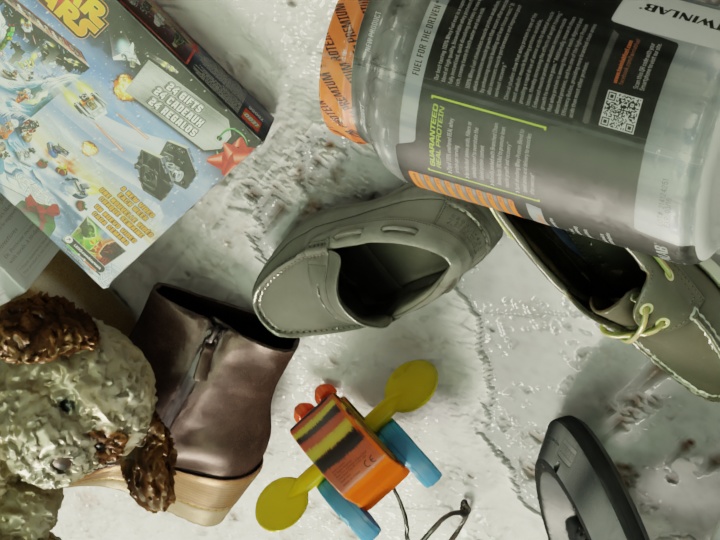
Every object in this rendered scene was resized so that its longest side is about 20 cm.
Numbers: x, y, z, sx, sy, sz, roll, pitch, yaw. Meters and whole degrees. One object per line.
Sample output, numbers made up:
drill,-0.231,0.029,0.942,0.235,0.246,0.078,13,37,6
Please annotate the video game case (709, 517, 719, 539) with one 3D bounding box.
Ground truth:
video game case,0.292,0.158,1.274,0.200,0.023,0.182,25,115,11

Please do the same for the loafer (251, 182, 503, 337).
loafer,0.000,0.000,1.332,0.070,0.070,0.200,45,140,-14

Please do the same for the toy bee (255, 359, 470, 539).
toy bee,-0.011,0.112,1.431,0.109,0.131,0.200,47,158,23

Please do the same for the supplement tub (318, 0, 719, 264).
supplement tub,0.089,-0.085,1.140,0.200,0.123,0.123,18,139,19

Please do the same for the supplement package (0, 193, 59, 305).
supplement package,-0.266,-0.077,1.406,0.200,0.110,0.114,47,139,-17

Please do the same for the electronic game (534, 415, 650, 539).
electronic game,0.147,0.178,1.350,0.042,0.200,0.200,-20,130,-6

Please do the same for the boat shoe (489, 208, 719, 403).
boat shoe,0.136,0.002,1.247,0.072,0.060,0.202,-22,116,46

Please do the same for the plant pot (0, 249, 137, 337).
plant pot,-0.226,0.048,1.575,0.200,0.028,0.200,19,139,17

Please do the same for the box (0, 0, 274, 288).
box,-0.166,-0.104,1.322,0.137,0.040,0.200,-40,104,23

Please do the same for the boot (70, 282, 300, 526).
boot,-0.148,0.068,1.493,0.200,0.072,0.167,19,126,-1

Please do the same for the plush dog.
plush dog,-0.201,0.091,1.425,0.172,0.161,0.200,-24,133,12
